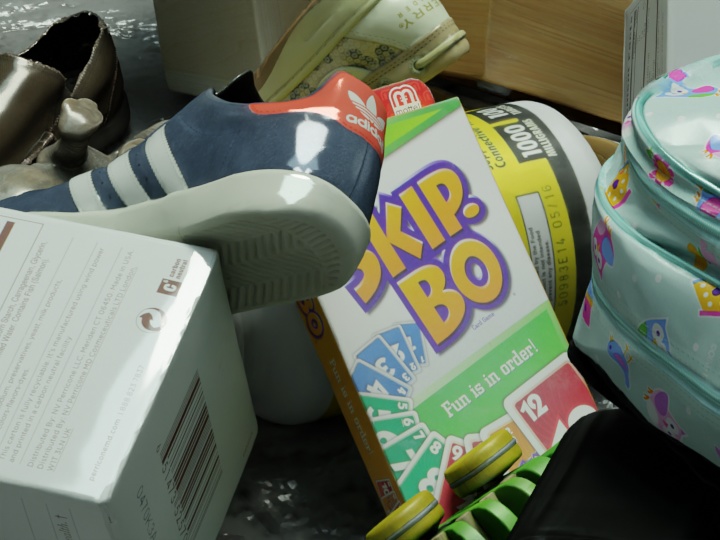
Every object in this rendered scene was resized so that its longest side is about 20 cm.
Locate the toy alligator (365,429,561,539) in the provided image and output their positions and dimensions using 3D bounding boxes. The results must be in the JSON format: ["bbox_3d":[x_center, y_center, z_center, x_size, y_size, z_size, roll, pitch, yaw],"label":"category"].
[{"bbox_3d":[0.069,0.084,0.987,0.200,0.054,0.059,-35,88,-28],"label":"toy alligator"}]

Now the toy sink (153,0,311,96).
[{"bbox_3d":[0.006,-0.159,1.361,0.199,0.113,0.130,-13,14,-24],"label":"toy sink"}]

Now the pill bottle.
[{"bbox_3d":[0.000,0.000,1.115,0.199,0.113,0.112,-14,33,-25],"label":"pill bottle"}]

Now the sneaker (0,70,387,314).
[{"bbox_3d":[-0.068,-0.029,1.008,0.199,0.075,0.085,-7,51,38],"label":"sneaker"}]

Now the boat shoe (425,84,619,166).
[{"bbox_3d":[0.069,-0.041,1.250,0.199,0.071,0.069,19,7,41],"label":"boat shoe"}]

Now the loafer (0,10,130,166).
[{"bbox_3d":[-0.177,-0.070,1.270,0.073,0.072,0.200,12,31,17],"label":"loafer"}]

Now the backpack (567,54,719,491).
[{"bbox_3d":[0.163,0.014,0.848,0.166,0.127,0.200,-11,32,-40],"label":"backpack"}]

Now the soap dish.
[{"bbox_3d":[0.117,-0.106,1.251,0.199,0.082,0.157,16,2,-20],"label":"soap dish"}]

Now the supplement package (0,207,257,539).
[{"bbox_3d":[-0.155,0.052,0.982,0.199,0.117,0.118,11,54,16],"label":"supplement package"}]

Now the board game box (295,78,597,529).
[{"bbox_3d":[0.028,0.020,1.041,0.095,0.030,0.201,-18,75,-27],"label":"board game box"}]

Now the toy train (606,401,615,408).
[{"bbox_3d":[0.201,0.061,1.098,0.199,0.042,0.056,5,20,5],"label":"toy train"}]

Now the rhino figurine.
[{"bbox_3d":[-0.127,-0.033,1.201,0.200,0.088,0.060,-28,69,-42],"label":"rhino figurine"}]

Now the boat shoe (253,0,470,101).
[{"bbox_3d":[-0.025,-0.059,1.174,0.063,0.200,0.073,45,46,5],"label":"boat shoe"}]

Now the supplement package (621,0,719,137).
[{"bbox_3d":[0.213,-0.041,1.105,0.199,0.157,0.111,3,-8,-5],"label":"supplement package"}]

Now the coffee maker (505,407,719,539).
[{"bbox_3d":[0.075,0.126,0.858,0.191,0.135,0.200,26,26,10],"label":"coffee maker"}]
